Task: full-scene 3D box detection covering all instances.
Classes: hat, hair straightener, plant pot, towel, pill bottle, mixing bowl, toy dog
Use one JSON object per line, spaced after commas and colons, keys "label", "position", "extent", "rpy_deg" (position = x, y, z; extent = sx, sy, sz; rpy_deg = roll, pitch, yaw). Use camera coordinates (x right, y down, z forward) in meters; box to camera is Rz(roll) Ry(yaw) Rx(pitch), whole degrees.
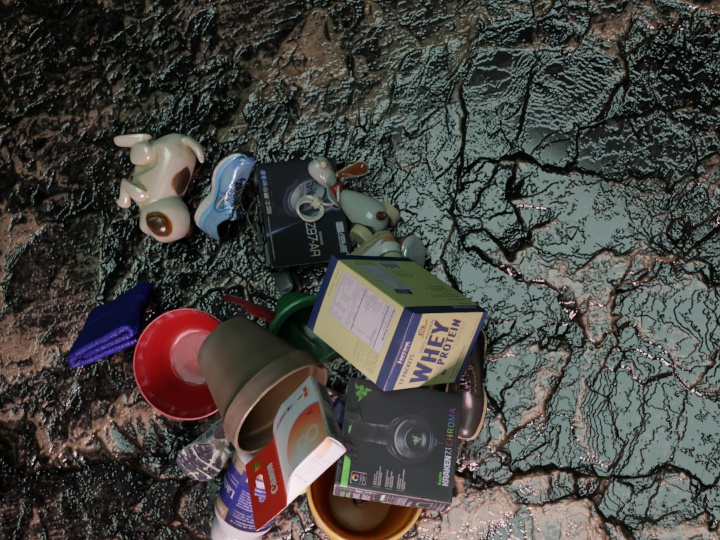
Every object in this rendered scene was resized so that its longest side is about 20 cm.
{"label": "hat", "position": [-0.124, 0.062, 1.674], "extent": [0.167, 0.198, 0.177], "rpy_deg": [-59, 36, 23]}
{"label": "hair straightener", "position": [-0.170, -0.048, 1.698], "extent": [0.040, 0.077, 0.203], "rpy_deg": [-23, 77, 18]}
{"label": "plant pot", "position": [-0.183, 0.177, 1.525], "extent": [0.200, 0.200, 0.174], "rpy_deg": [-46, 65, 2]}
{"label": "plant pot", "position": [0.005, 0.375, 1.522], "extent": [0.196, 0.184, 0.203], "rpy_deg": [1, 67, -3]}
{"label": "towel", "position": [-0.466, 0.105, 1.688], "extent": [0.146, 0.201, 0.050], "rpy_deg": [-28, 111, 10]}
{"label": "pill bottle", "position": [-0.193, 0.397, 1.587], "extent": [0.115, 0.116, 0.202], "rpy_deg": [28, 111, 15]}
{"label": "mixing bowl", "position": [-0.315, 0.169, 1.668], "extent": [0.196, 0.108, 0.204], "rpy_deg": [0, 91, -1]}
{"label": "toy dog", "position": [-0.013, -0.132, 1.637], "extent": [0.198, 0.096, 0.134], "rpy_deg": [25, 71, -8]}
{"label": "toy dog", "position": [-0.379, -0.156, 1.738], "extent": [0.191, 0.139, 0.204], "rpy_deg": [-3, 87, 15]}

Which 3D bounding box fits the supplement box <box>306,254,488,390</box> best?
{"label": "supplement box", "position": [0.060, 0.080, 1.460], "extent": [0.199, 0.198, 0.136], "rpy_deg": [35, 113, 38]}

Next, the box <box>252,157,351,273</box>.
{"label": "box", "position": [-0.110, -0.105, 1.679], "extent": [0.158, 0.044, 0.203], "rpy_deg": [-6, 78, -17]}

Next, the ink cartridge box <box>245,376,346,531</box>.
{"label": "ink cartridge box", "position": [-0.120, 0.285, 1.413], "extent": [0.200, 0.163, 0.050], "rpy_deg": [-42, 120, 9]}

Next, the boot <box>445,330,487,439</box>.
{"label": "boot", "position": [0.179, 0.192, 1.553], "extent": [0.076, 0.138, 0.204], "rpy_deg": [-1, 81, 12]}

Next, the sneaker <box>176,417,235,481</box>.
{"label": "sneaker", "position": [-0.260, 0.320, 1.667], "extent": [0.199, 0.086, 0.078], "rpy_deg": [-36, 99, 25]}

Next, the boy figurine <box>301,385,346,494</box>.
{"label": "boy figurine", "position": [-0.085, 0.309, 1.629], "extent": [0.123, 0.064, 0.202], "rpy_deg": [26, 85, 5]}

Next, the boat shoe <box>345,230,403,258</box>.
{"label": "boat shoe", "position": [0.000, 0.000, 1.637], "extent": [0.199, 0.074, 0.069], "rpy_deg": [-34, 56, 33]}

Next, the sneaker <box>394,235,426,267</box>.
{"label": "sneaker", "position": [0.069, 0.034, 1.650], "extent": [0.081, 0.076, 0.204], "rpy_deg": [11, 91, 46]}

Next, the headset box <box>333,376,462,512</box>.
{"label": "headset box", "position": [0.052, 0.275, 1.417], "extent": [0.196, 0.093, 0.177], "rpy_deg": [9, 67, 1]}

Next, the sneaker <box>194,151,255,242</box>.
{"label": "sneaker", "position": [-0.240, -0.138, 1.698], "extent": [0.090, 0.078, 0.201], "rpy_deg": [46, 126, 24]}
